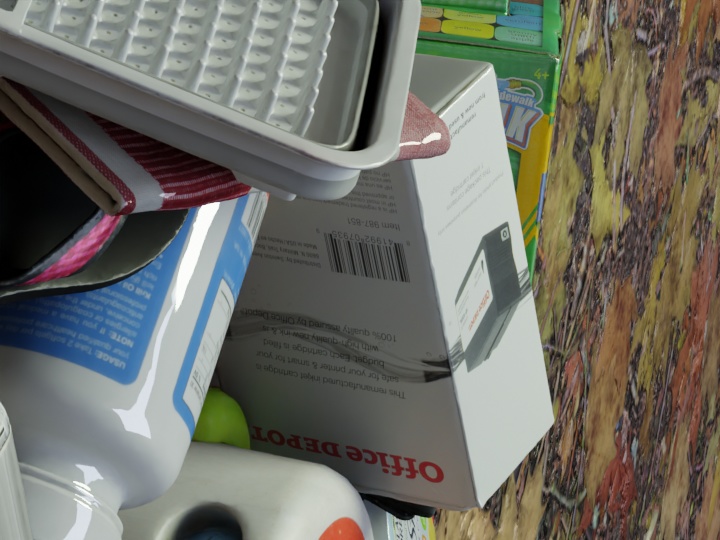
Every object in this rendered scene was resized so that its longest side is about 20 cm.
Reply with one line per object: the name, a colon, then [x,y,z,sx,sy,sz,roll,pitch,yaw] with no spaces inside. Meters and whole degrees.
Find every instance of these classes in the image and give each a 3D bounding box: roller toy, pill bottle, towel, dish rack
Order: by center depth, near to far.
dish rack: [-0.079,-0.098,1.107,0.172,0.199,0.044,-80,-166,-58]
towel: [-0.072,-0.077,1.150,0.200,0.144,0.023,-14,139,-50]
pill bottle: [-0.115,0.030,1.187,0.112,0.112,0.201,68,36,-58]
roller toy: [-0.071,0.175,1.347,0.182,0.139,0.201,-47,143,-60]

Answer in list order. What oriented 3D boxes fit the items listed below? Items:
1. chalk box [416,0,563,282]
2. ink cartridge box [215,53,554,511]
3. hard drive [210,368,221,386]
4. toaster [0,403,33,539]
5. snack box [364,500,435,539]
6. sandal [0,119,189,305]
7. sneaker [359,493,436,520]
chalk box: [0.042,-0.087,1.550,0.124,0.124,0.201,-78,173,-70]
ink cartridge box: [0.000,0.000,1.367,0.084,0.145,0.201,-43,131,-43]
hard drive: [-0.047,-0.045,1.480,0.132,0.025,0.201,-10,108,-79]
toaster: [-0.181,0.117,1.021,0.200,0.113,0.130,-50,143,-54]
snack box: [0.008,0.163,1.640,0.142,0.053,0.201,55,27,-64]
sandal: [-0.129,-0.023,1.094,0.200,0.075,0.045,-26,170,-43]
sneaker: [0.003,0.094,1.531,0.200,0.104,0.060,-33,154,-50]
